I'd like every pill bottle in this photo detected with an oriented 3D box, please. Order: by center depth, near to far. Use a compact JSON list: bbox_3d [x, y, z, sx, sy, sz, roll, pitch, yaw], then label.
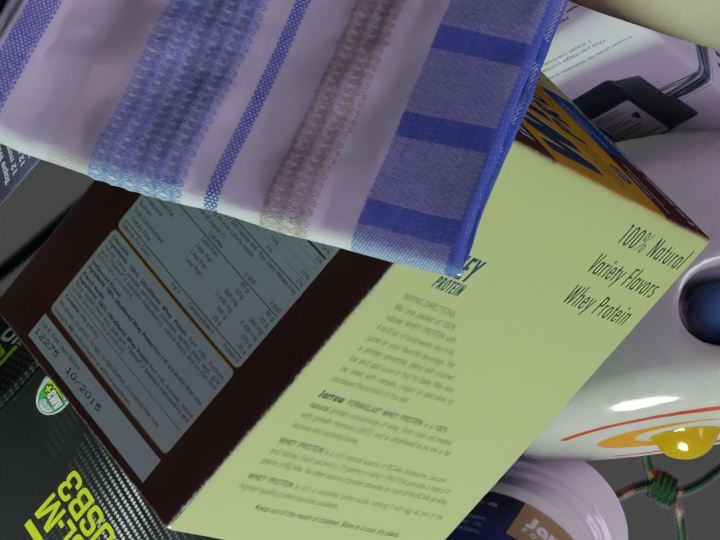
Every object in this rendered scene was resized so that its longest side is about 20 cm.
[{"bbox_3d":[0.053,0.174,1.237,0.200,0.115,0.116,-49,141,-50],"label":"pill bottle"}]

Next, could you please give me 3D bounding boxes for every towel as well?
[{"bbox_3d":[-0.034,-0.085,0.932,0.024,0.199,0.147,86,24,-61],"label":"towel"}]

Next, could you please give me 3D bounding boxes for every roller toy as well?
[{"bbox_3d":[0.144,0.022,1.221,0.182,0.199,0.140,23,57,-67],"label":"roller toy"}]

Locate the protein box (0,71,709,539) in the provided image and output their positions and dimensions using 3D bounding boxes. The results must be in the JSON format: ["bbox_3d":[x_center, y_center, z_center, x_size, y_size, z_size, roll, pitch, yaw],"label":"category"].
[{"bbox_3d":[0.000,0.000,1.055,0.200,0.135,0.198,-49,150,13],"label":"protein box"}]

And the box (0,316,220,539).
[{"bbox_3d":[-0.135,0.114,1.144,0.193,0.047,0.200,-50,139,-27],"label":"box"}]

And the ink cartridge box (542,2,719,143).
[{"bbox_3d":[0.110,-0.142,1.233,0.200,0.083,0.147,30,43,-52],"label":"ink cartridge box"}]

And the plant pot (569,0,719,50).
[{"bbox_3d":[0.084,-0.188,1.010,0.199,0.187,0.188,2,106,-34],"label":"plant pot"}]

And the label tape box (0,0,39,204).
[{"bbox_3d":[-0.159,-0.105,0.961,0.200,0.066,0.144,-54,143,-42],"label":"label tape box"}]
